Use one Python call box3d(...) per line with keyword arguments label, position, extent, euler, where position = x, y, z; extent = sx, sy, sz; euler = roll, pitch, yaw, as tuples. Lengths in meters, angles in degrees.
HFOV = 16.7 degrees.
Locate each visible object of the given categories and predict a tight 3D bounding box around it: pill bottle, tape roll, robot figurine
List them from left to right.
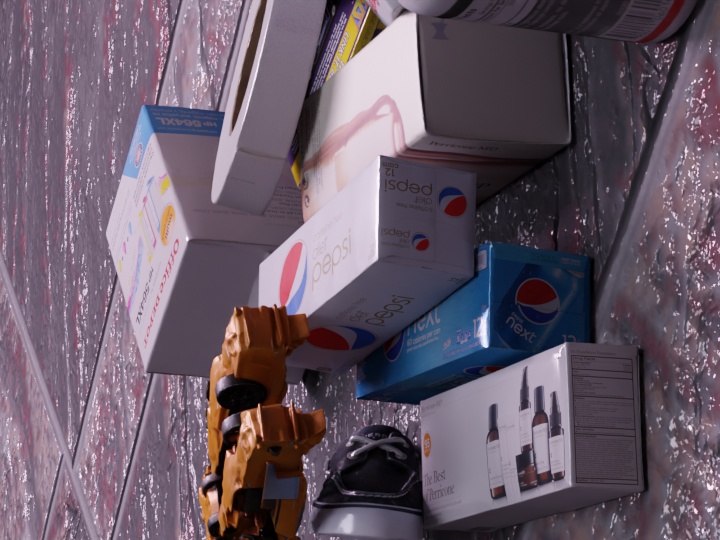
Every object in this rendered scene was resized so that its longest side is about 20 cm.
box3d(label="robot figurine", position=(-0.063, 0.119, 1.504), extent=(0.200, 0.058, 0.145), euler=(102, 161, -53))
box3d(label="tape roll", position=(-0.059, -0.138, 1.647), extent=(0.203, 0.037, 0.203), euler=(-167, 90, -81))
box3d(label="pill bottle", position=(0.079, -0.188, 1.313), extent=(0.114, 0.199, 0.114), euler=(-175, 90, -68))

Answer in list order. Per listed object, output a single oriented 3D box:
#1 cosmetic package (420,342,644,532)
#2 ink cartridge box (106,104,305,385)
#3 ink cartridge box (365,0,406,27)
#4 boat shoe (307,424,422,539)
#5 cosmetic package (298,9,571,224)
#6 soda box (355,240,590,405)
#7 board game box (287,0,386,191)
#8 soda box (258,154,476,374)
box3d(label="cosmetic package", position=(0.094, 0.099, 1.416), extent=(0.200, 0.050, 0.083), euler=(150, 123, -64))
box3d(label="ink cartridge box", position=(-0.101, -0.013, 1.827), extent=(0.200, 0.125, 0.129), euler=(-112, 35, -50))
box3d(label="ink cartridge box", position=(-0.007, -0.247, 1.495), extent=(0.200, 0.083, 0.145), euler=(52, -179, 2))
box3d(label="boat shoe", position=(0.009, 0.132, 1.544), extent=(0.200, 0.071, 0.068), euler=(-9, -76, -85))
box3d(label="cosmetic package", position=(0.042, -0.091, 1.519), extent=(0.200, 0.103, 0.088), euler=(143, 126, -64))
box3d(label="soda box", position=(0.065, 0.036, 1.479), extent=(0.200, 0.068, 0.064), euler=(154, 120, -65))
box3d(label="board game box", position=(-0.008, -0.180, 1.723), extent=(0.166, 0.057, 0.200), euler=(-112, 35, -45))
box3d(label="soda box", position=(0.000, 0.000, 1.476), extent=(0.200, 0.063, 0.068), euler=(139, 136, -60))
